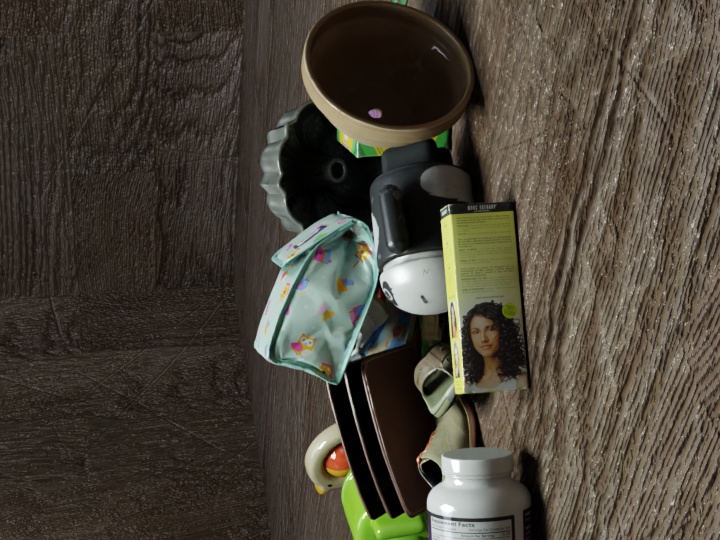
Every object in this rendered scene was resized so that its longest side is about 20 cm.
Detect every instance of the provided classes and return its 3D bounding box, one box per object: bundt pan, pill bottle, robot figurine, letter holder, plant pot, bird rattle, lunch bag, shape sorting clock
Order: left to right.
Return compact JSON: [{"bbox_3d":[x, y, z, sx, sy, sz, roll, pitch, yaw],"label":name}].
[{"bbox_3d":[-0.051,0.024,1.699,0.170,0.121,0.201,-163,91,-80],"label":"lunch bag"},{"bbox_3d":[-0.053,-0.132,1.839,0.075,0.201,0.204,3,97,49],"label":"bundt pan"},{"bbox_3d":[-0.005,0.267,2.079,0.113,0.162,0.201,56,162,34],"label":"bird rattle"},{"bbox_3d":[0.024,0.208,1.744,0.142,0.100,0.201,-14,-94,-60],"label":"letter holder"},{"bbox_3d":[0.030,0.074,1.888,0.200,0.039,0.201,-164,90,-75],"label":"shape sorting clock"},{"bbox_3d":[0.026,-0.210,1.611,0.093,0.199,0.202,106,158,-53],"label":"plant pot"},{"bbox_3d":[0.038,0.335,1.948,0.200,0.115,0.177,-118,20,-67],"label":"robot figurine"},{"bbox_3d":[0.073,-0.048,1.619,0.125,0.149,0.202,142,125,-61],"label":"robot figurine"},{"bbox_3d":[0.128,0.293,1.474,0.112,0.112,0.202,-172,79,-79],"label":"pill bottle"}]

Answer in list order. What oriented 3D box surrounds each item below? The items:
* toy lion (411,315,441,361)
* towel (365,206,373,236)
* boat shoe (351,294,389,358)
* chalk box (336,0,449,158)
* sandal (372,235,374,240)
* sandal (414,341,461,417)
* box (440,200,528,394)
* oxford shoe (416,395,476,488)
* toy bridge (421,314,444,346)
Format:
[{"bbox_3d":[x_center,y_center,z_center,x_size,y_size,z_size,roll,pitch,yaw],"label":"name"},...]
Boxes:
[{"bbox_3d":[0.071,0.147,1.878,0.192,0.068,0.201,118,152,-55],"label":"toy lion"},{"bbox_3d":[0.005,-0.013,1.984,0.200,0.032,0.192,89,-160,-78],"label":"towel"},{"bbox_3d":[-0.033,0.090,1.860,0.069,0.071,0.200,-53,4,-33],"label":"boat shoe"},{"bbox_3d":[0.040,-0.252,1.739,0.125,0.123,0.202,-130,38,-72],"label":"chalk box"},{"bbox_3d":[0.000,0.000,1.818,0.200,0.043,0.076,-30,24,42],"label":"sandal"},{"bbox_3d":[0.091,0.123,1.679,0.080,0.057,0.201,-50,12,-1],"label":"sandal"},{"bbox_3d":[0.131,0.029,1.483,0.050,0.075,0.202,143,122,-80],"label":"box"},{"bbox_3d":[0.103,0.211,1.676,0.201,0.074,0.071,-105,15,-51],"label":"oxford shoe"},{"bbox_3d":[0.090,-0.006,1.730,0.067,0.027,0.202,-25,-64,-77],"label":"toy bridge"}]
